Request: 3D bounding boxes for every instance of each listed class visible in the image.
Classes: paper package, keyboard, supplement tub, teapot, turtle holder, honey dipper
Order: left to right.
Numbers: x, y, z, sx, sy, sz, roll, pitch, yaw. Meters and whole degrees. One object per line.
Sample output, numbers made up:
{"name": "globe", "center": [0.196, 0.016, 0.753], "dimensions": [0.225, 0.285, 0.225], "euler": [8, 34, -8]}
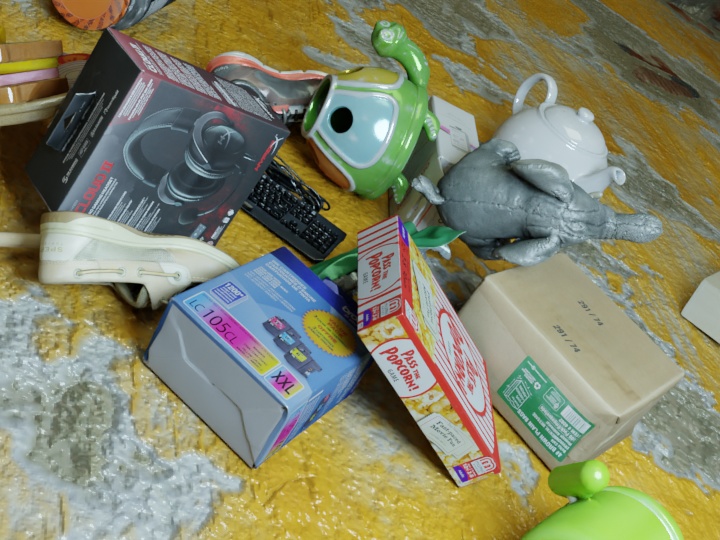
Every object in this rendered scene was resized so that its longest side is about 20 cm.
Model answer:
{"name": "honey dipper", "center": [-0.267, -0.023, 0.868], "dimensions": [0.199, 0.038, 0.038], "euler": [3, 42, -47]}
{"name": "supplement tub", "center": [-0.283, -0.359, 1.236], "dimensions": [0.122, 0.123, 0.200], "euler": [32, 30, -2]}
{"name": "keyboard", "center": [-0.098, -0.094, 1.124], "dimensions": [0.199, 0.040, 0.104], "euler": [37, 31, 2]}
{"name": "turtle holder", "center": [0.014, -0.180, 1.207], "dimensions": [0.130, 0.186, 0.142], "euler": [23, 33, -19]}
{"name": "teapot", "center": [0.285, -0.176, 1.507], "dimensions": [0.199, 0.147, 0.197], "euler": [36, 30, 4]}
{"name": "paper package", "center": [0.211, 0.092, 1.099], "dimensions": [0.200, 0.104, 0.190], "euler": [48, 34, 21]}

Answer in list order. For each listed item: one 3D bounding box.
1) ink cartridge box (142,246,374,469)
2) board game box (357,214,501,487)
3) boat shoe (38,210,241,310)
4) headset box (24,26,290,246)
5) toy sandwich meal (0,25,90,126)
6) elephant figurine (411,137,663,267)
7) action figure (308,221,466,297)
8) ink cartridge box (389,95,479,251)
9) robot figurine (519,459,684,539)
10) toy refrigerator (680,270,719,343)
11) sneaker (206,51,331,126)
{"name": "ink cartridge box", "center": [-0.071, 0.062, 0.897], "dimensions": [0.136, 0.077, 0.200], "euler": [41, 29, 12]}
{"name": "board game box", "center": [0.061, 0.072, 0.940], "dimensions": [0.201, 0.046, 0.152], "euler": [57, 18, -31]}
{"name": "boat shoe", "center": [-0.185, 0.002, 0.886], "dimensions": [0.199, 0.072, 0.066], "euler": [17, 73, -48]}
{"name": "headset box", "center": [-0.183, -0.109, 0.911], "dimensions": [0.199, 0.149, 0.077], "euler": [16, 26, -52]}
{"name": "toy sandwich meal", "center": [-0.316, -0.181, 0.927], "dimensions": [0.202, 0.071, 0.206], "euler": [-5, 23, 2]}
{"name": "elephant figurine", "center": [0.188, -0.067, 1.097], "dimensions": [0.155, 0.142, 0.199], "euler": [-43, 38, -23]}
{"name": "action figure", "center": [0.000, 0.000, 1.045], "dimensions": [0.198, 0.118, 0.055], "euler": [-21, 98, -33]}
{"name": "ink cartridge box", "center": [0.090, -0.109, 1.251], "dimensions": [0.067, 0.117, 0.201], "euler": [24, 33, -16]}
{"name": "robot figurine", "center": [0.194, 0.247, 0.849], "dimensions": [0.199, 0.115, 0.177], "euler": [-10, 74, -52]}
{"name": "toy refrigerator", "center": [0.549, 0.046, 1.529], "dimensions": [0.076, 0.070, 0.199], "euler": [39, 29, 23]}
{"name": "sneaker", "center": [-0.093, -0.197, 1.258], "dimensions": [0.197, 0.077, 0.083], "euler": [10, 50, -22]}
